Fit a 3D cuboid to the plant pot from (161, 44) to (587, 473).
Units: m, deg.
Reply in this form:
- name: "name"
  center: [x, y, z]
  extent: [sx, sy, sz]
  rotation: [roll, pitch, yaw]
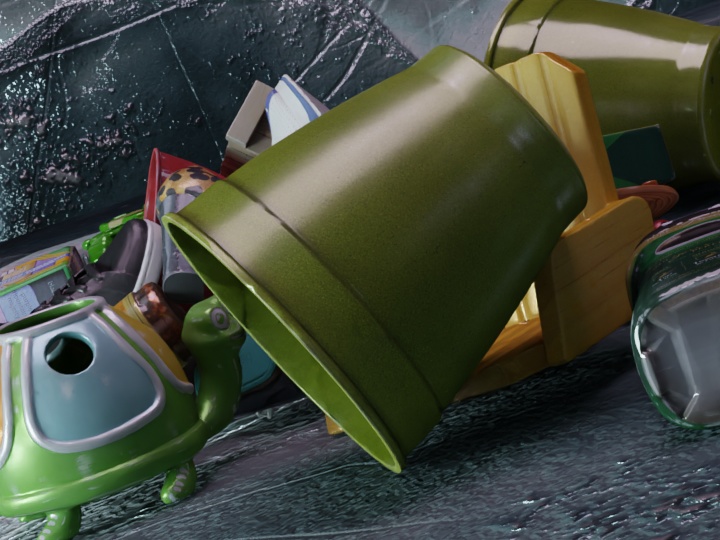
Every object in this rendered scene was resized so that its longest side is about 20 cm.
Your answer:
- name: "plant pot"
  center: [0.023, -0.021, 1.241]
  extent: [0.193, 0.200, 0.200]
  rotation: [-43, 13, -8]

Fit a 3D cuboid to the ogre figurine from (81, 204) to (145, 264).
- name: "ogre figurine"
  center: [-0.193, 0.008, 1.960]
  extent: [0.098, 0.120, 0.200]
  rotation: [-22, 8, -5]

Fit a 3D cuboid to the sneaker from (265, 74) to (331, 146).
- name: "sneaker"
  center: [-0.040, -0.043, 1.414]
  extent: [0.115, 0.080, 0.200]
  rotation: [-47, 34, 10]

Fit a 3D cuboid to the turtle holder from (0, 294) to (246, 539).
- name: "turtle holder"
  center: [-0.163, 0.085, 1.370]
  extent: [0.185, 0.132, 0.141]
  rotation: [-17, 8, 6]

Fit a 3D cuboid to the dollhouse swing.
- name: "dollhouse swing"
  center: [0.062, -0.023, 1.373]
  extent: [0.200, 0.176, 0.182]
  rotation: [-19, 6, 40]

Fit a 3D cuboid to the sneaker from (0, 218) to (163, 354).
- name: "sneaker"
  center: [-0.225, 0.037, 1.522]
  extent: [0.201, 0.112, 0.073]
  rotation: [-64, 23, -4]

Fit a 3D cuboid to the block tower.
- name: "block tower"
  center: [-0.080, -0.080, 1.718]
  extent: [0.200, 0.058, 0.054]
  rotation: [109, -174, -69]

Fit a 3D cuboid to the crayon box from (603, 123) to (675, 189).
- name: "crayon box"
  center: [0.135, -0.057, 1.708]
  extent: [0.199, 0.051, 0.127]
  rotation: [-12, -12, -18]

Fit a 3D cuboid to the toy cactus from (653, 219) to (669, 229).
- name: "toy cactus"
  center: [0.170, -0.012, 1.508]
  extent: [0.165, 0.103, 0.200]
  rotation: [-11, -4, -30]

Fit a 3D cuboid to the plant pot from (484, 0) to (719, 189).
- name: "plant pot"
  center: [0.236, -0.146, 1.859]
  extent: [0.192, 0.201, 0.200]
  rotation: [2, 18, 33]

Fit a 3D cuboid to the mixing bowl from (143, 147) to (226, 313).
- name: "mixing bowl"
  center: [-0.117, 0.010, 1.669]
  extent: [0.108, 0.201, 0.200]
  rotation: [6, 6, -8]

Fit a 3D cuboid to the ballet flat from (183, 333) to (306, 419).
- name: "ballet flat"
  center: [-0.106, 0.084, 1.516]
  extent: [0.200, 0.073, 0.073]
  rotation: [-19, 6, 38]

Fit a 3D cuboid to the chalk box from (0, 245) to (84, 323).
- name: "chalk box"
  center: [-0.258, 0.067, 1.672]
  extent: [0.123, 0.125, 0.200]
  rotation: [-23, 8, -2]

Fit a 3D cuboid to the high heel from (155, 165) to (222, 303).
- name: "high heel"
  center: [-0.046, -0.021, 1.520]
  extent: [0.199, 0.072, 0.143]
  rotation: [10, 36, -13]

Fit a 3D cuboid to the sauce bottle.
- name: "sauce bottle"
  center: [-0.200, 0.092, 1.473]
  extent: [0.200, 0.066, 0.066]
  rotation: [-41, 9, 2]

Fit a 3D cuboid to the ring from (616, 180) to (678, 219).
- name: "ring"
  center: [0.149, -0.034, 1.662]
  extent: [0.200, 0.019, 0.200]
  rotation: [-16, -10, -3]

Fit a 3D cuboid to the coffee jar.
- name: "coffee jar"
  center: [0.203, 0.021, 1.202]
  extent: [0.104, 0.086, 0.200]
  rotation: [-19, 9, 10]
